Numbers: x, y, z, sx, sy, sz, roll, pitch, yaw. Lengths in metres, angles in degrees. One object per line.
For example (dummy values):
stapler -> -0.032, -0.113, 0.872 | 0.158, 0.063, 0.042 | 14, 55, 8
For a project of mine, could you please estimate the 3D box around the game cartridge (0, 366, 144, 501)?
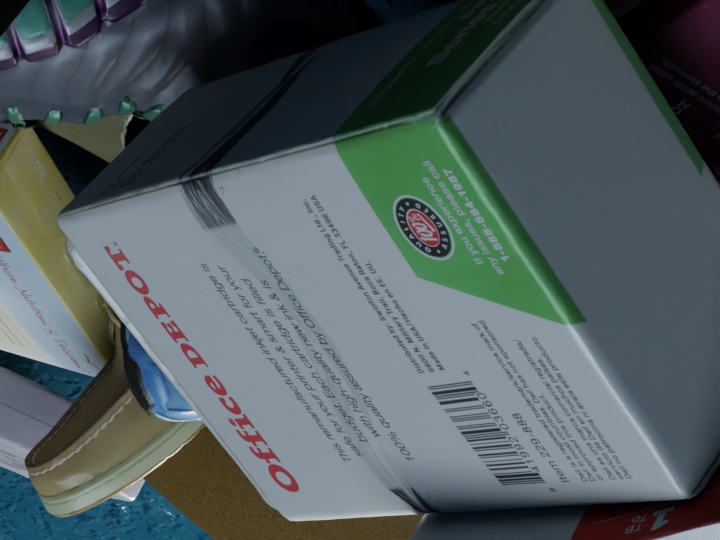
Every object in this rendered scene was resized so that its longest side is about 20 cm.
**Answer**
game cartridge -> -0.206, 0.060, 1.095 | 0.200, 0.041, 0.133 | 28, 170, -28

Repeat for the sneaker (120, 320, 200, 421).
sneaker -> 0.000, 0.000, 0.863 | 0.090, 0.200, 0.079 | 17, 131, 67

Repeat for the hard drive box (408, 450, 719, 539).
hard drive box -> 0.115, 0.071, 0.750 | 0.156, 0.200, 0.077 | -20, 109, 32

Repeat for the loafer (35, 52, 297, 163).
loafer -> -0.095, -0.076, 0.877 | 0.199, 0.068, 0.076 | 5, 146, 10

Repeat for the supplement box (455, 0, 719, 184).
supplement box -> 0.110, -0.080, 0.770 | 0.086, 0.111, 0.200 | 28, 143, -22

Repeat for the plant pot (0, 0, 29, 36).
plant pot -> -0.200, -0.128, 0.679 | 0.199, 0.200, 0.178 | -15, 123, 34

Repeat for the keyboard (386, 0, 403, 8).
keyboard -> 0.003, -0.159, 0.721 | 0.200, 0.021, 0.127 | 39, 134, -8

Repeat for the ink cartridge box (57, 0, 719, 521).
ink cartridge box -> 0.017, 0.000, 0.719 | 0.200, 0.084, 0.146 | -10, 122, 50

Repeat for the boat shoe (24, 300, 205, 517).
boat shoe -> -0.073, 0.014, 0.925 | 0.066, 0.200, 0.074 | 48, 169, -21

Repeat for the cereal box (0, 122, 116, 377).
cereal box -> -0.198, -0.023, 0.966 | 0.200, 0.040, 0.144 | 13, 150, 29

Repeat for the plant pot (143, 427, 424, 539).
plant pot -> -0.001, 0.078, 0.997 | 0.200, 0.187, 0.187 | 16, 149, 20

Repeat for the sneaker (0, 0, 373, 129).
sneaker -> -0.090, -0.071, 0.809 | 0.200, 0.074, 0.088 | -22, 104, 12
